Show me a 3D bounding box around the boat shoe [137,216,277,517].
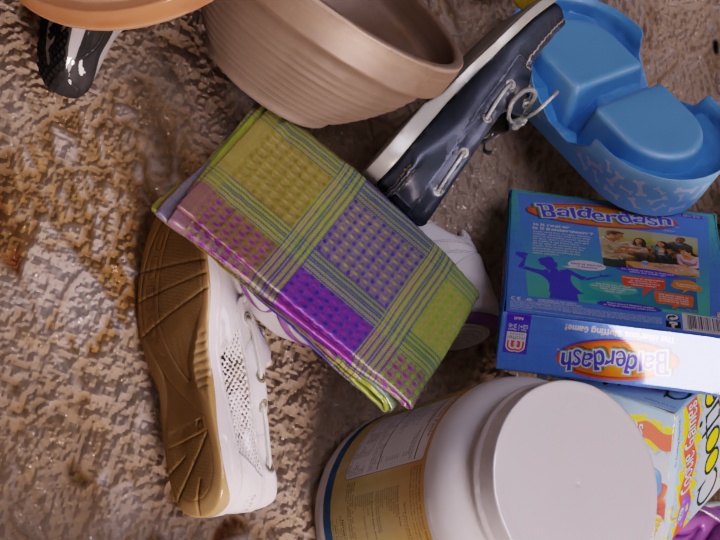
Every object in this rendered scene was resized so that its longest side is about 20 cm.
[{"bbox_3d":[-0.090,0.054,1.177,0.069,0.070,0.202,5,73,-44],"label":"boat shoe"}]

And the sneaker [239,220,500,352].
[{"bbox_3d":[0.000,0.000,1.255,0.198,0.075,0.101,9,56,-32],"label":"sneaker"}]

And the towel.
[{"bbox_3d":[-0.023,-0.012,1.179,0.199,0.023,0.144,39,43,-3],"label":"towel"}]

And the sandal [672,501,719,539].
[{"bbox_3d":[0.243,0.203,1.353,0.201,0.050,0.083,10,72,-30],"label":"sandal"}]

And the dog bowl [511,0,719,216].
[{"bbox_3d":[0.180,-0.116,1.348,0.111,0.050,0.200,-21,55,-30],"label":"dog bowl"}]

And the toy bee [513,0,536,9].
[{"bbox_3d":[0.114,-0.261,1.360,0.131,0.109,0.200,45,53,6],"label":"toy bee"}]

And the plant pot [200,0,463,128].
[{"bbox_3d":[-0.038,-0.160,1.225,0.200,0.093,0.201,34,20,-14],"label":"plant pot"}]

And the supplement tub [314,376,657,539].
[{"bbox_3d":[0.076,0.147,1.172,0.143,0.199,0.146,9,72,-30],"label":"supplement tub"}]

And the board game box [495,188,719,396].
[{"bbox_3d":[0.169,0.011,1.255,0.150,0.045,0.200,7,26,3],"label":"board game box"}]

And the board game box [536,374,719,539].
[{"bbox_3d":[0.208,0.087,1.281,0.200,0.104,0.104,-32,130,-49],"label":"board game box"}]

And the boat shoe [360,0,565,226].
[{"bbox_3d":[0.082,-0.112,1.276,0.062,0.075,0.200,45,61,-5],"label":"boat shoe"}]

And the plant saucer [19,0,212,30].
[{"bbox_3d":[-0.136,-0.234,1.149,0.032,0.198,0.202,69,39,-55],"label":"plant saucer"}]

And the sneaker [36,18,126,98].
[{"bbox_3d":[-0.146,-0.193,1.202,0.080,0.073,0.202,29,64,-25],"label":"sneaker"}]
